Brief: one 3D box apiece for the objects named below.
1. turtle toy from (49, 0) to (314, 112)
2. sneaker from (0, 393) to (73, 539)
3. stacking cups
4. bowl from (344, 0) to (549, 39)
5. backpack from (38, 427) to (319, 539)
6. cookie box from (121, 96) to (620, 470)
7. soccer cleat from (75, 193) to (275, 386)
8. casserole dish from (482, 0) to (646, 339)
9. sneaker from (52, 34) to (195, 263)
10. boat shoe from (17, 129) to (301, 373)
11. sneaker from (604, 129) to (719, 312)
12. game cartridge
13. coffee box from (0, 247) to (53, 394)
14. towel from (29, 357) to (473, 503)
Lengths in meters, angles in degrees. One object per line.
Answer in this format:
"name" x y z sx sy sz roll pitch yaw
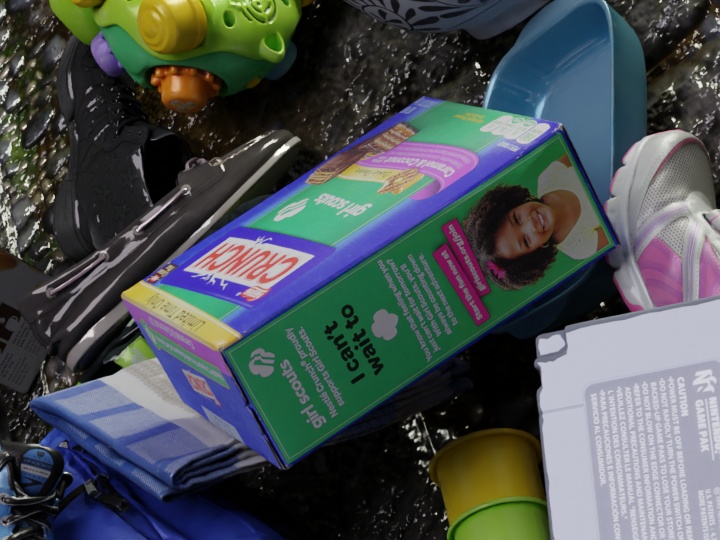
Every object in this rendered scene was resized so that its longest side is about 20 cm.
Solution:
"turtle toy" -0.119 -0.165 1.448 0.200 0.146 0.101 31 130 35
"sneaker" -0.182 0.127 1.144 0.090 0.078 0.200 -46 49 11
"stacking cups" 0.078 0.176 1.128 0.060 0.060 0.200 -31 49 27
"bowl" 0.071 -0.193 1.293 0.201 0.094 0.201 -37 15 12
"backpack" -0.125 0.165 1.250 0.163 0.168 0.200 -54 42 -4
"cookie box" 0.000 0.000 1.146 0.200 0.075 0.171 -34 19 -14
"soccer cleat" -0.102 0.036 1.346 0.068 0.081 0.200 47 115 8
"casserole dish" 0.109 -0.052 1.224 0.121 0.039 0.200 -34 45 49
"sneaker" -0.145 -0.076 1.483 0.104 0.060 0.200 -16 63 38
"boat shoe" -0.121 -0.026 1.384 0.057 0.067 0.200 44 78 6
"sneaker" 0.178 0.017 1.118 0.088 0.081 0.200 -22 60 28
"game cartridge" 0.150 0.113 1.029 0.133 0.040 0.200 -13 68 25
"coffee box" -0.297 -0.005 1.480 0.114 0.200 0.080 24 85 47
"towel" -0.058 0.063 1.245 0.147 0.200 0.024 25 126 49
